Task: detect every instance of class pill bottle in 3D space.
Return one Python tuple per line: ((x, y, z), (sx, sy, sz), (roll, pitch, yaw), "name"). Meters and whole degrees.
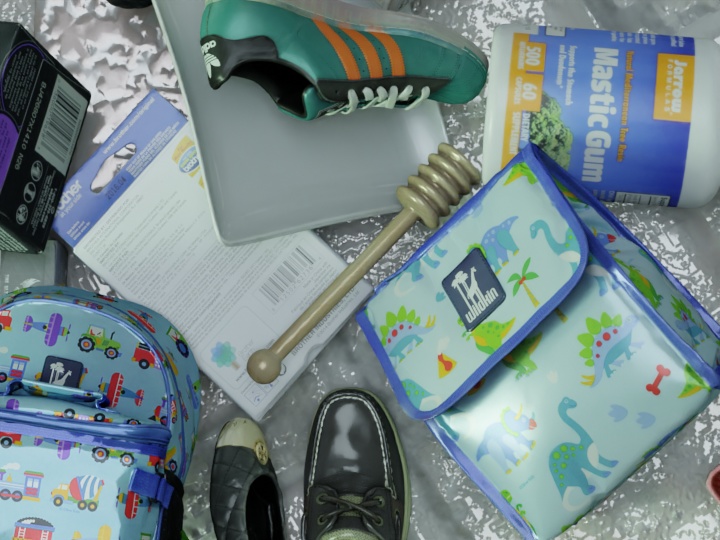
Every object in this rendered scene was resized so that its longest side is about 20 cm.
((0.182, -0.100, 1.494), (0.198, 0.112, 0.113), (4, 82, 4), "pill bottle")

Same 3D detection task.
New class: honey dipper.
((0.000, 0.000, 1.482), (0.038, 0.038, 0.200), (41, 80, 8), "honey dipper")

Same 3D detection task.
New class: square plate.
((-0.040, -0.124, 1.505), (0.197, 0.028, 0.201), (-12, 83, -33), "square plate")

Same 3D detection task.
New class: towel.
((-0.125, -0.132, 1.555), (0.198, 0.032, 0.193), (-2, 81, 2), "towel")

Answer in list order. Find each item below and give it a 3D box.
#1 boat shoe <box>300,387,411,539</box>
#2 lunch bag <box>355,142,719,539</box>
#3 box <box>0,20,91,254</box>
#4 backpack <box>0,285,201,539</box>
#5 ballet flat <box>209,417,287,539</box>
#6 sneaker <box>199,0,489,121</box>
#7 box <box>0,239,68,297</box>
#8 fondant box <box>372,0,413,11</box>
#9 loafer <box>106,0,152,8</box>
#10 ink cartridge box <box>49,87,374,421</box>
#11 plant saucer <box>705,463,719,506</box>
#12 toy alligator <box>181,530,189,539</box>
((-0.003, 0.175, 1.485), (0.071, 0.066, 0.202), (0, 82, 3), "boat shoe")
((0.116, 0.046, 1.449), (0.170, 0.127, 0.200), (-44, 79, 18), "lunch bag")
((-0.295, -0.093, 1.483), (0.199, 0.106, 0.123), (8, 72, 25), "box")
((-0.189, 0.105, 1.426), (0.181, 0.135, 0.201), (14, 79, 1), "backpack")
((-0.057, 0.187, 1.471), (0.057, 0.066, 0.201), (-25, 62, 28), "ballet flat")
((-0.012, -0.127, 1.469), (0.199, 0.071, 0.080), (13, 70, -20), "sneaker")
((-0.279, 0.078, 1.522), (0.157, 0.048, 0.202), (0, 82, 1), "box")
((0.051, -0.286, 1.530), (0.200, 0.058, 0.145), (-36, 81, -21), "fondant box")
((-0.158, -0.257, 1.544), (0.072, 0.073, 0.201), (-9, 54, 21), "loafer")
((-0.102, -0.011, 1.509), (0.200, 0.042, 0.119), (43, 90, -6), "ink cartridge box")
((0.358, 0.160, 1.485), (0.199, 0.037, 0.200), (-36, 81, -3), "plant saucer")
((-0.092, 0.248, 1.487), (0.054, 0.059, 0.201), (-9, 77, -41), "toy alligator")
